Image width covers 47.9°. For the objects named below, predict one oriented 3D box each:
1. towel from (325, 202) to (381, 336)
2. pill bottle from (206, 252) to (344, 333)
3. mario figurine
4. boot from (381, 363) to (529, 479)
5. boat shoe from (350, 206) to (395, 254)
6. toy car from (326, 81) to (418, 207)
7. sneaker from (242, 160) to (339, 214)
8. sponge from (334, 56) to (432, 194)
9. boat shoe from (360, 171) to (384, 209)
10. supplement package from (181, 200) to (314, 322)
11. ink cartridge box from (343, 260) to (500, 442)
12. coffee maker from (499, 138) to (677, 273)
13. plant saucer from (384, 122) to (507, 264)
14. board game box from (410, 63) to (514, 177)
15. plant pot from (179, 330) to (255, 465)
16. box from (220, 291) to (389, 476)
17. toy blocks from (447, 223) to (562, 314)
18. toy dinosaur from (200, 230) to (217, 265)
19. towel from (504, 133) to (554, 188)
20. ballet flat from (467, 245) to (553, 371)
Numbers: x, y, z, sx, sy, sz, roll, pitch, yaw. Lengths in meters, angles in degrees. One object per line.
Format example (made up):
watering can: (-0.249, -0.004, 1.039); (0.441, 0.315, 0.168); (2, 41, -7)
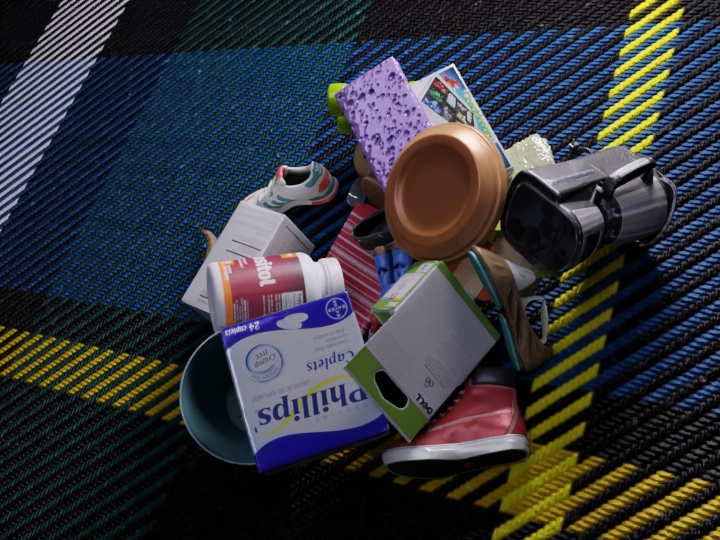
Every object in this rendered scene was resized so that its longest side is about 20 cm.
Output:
towel: (0.000, 0.000, 1.308); (0.144, 0.022, 0.201); (32, 93, 37)
pill bottle: (-0.131, 0.033, 1.248); (0.199, 0.113, 0.113); (-7, 51, -17)
mario figurine: (0.067, 0.064, 1.211); (0.105, 0.123, 0.201); (2, 76, -8)
boot: (0.123, 0.201, 1.112); (0.199, 0.072, 0.145); (-14, 54, 14)
boat shoe: (0.066, -0.083, 1.215); (0.200, 0.056, 0.069); (-34, 45, 36)
toy car: (0.032, -0.204, 1.367); (0.163, 0.158, 0.201); (1, 78, 11)
sneaker: (-0.143, -0.150, 1.455); (0.199, 0.093, 0.071); (-13, 56, 22)
sponge: (0.050, -0.216, 1.244); (0.111, 0.030, 0.201); (-30, 75, 15)
boat shoe: (0.093, -0.102, 1.296); (0.200, 0.070, 0.070); (38, 68, 17)
supplement package: (-0.188, 0.004, 1.373); (0.109, 0.114, 0.200); (19, 72, 34)
ink cartridge box: (0.072, 0.106, 1.101); (0.200, 0.148, 0.076); (-45, 17, -18)
coffee maker: (0.291, -0.090, 1.107); (0.199, 0.135, 0.192); (-16, 24, -30)
plant saucer: (0.108, -0.109, 1.123); (0.200, 0.037, 0.201); (-6, 80, 39)
board game box: (0.136, -0.209, 1.262); (0.126, 0.035, 0.201); (-26, 76, -2)
plant pot: (-0.160, 0.191, 1.213); (0.199, 0.135, 0.201); (1, 74, -3)
box: (-0.074, 0.155, 1.105); (0.183, 0.105, 0.201); (-17, 77, -7)
toy blocks: (0.178, -0.003, 1.175); (0.200, 0.100, 0.137); (42, 112, 23)
toy dinosaur: (-0.263, -0.023, 1.467); (0.106, 0.060, 0.201); (-20, 54, 19)
towel: (0.246, -0.110, 1.251); (0.148, 0.036, 0.201); (-25, 54, 15)
ballet flat: (0.211, 0.043, 1.094); (0.072, 0.201, 0.068); (-25, 15, 0)
